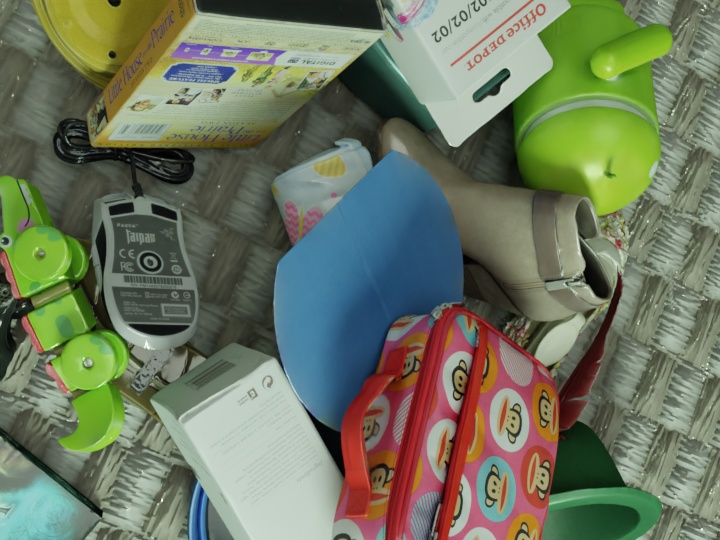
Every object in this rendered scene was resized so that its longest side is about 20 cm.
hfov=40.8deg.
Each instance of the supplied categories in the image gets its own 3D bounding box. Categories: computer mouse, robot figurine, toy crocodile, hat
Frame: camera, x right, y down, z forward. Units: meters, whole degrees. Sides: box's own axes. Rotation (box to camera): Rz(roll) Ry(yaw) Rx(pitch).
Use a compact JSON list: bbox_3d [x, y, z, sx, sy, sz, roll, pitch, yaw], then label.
[{"bbox_3d":[-0.169,-0.023,0.721,0.108,0.044,0.203,6,55,-29],"label":"computer mouse"},{"bbox_3d":[0.183,-0.133,0.793,0.114,0.176,0.203,8,58,-7],"label":"robot figurine"},{"bbox_3d":[-0.214,0.029,0.686,0.061,0.067,0.203,-23,92,-5],"label":"toy crocodile"},{"bbox_3d":[0.157,0.140,0.826,0.197,0.166,0.178,-17,55,11],"label":"hat"}]

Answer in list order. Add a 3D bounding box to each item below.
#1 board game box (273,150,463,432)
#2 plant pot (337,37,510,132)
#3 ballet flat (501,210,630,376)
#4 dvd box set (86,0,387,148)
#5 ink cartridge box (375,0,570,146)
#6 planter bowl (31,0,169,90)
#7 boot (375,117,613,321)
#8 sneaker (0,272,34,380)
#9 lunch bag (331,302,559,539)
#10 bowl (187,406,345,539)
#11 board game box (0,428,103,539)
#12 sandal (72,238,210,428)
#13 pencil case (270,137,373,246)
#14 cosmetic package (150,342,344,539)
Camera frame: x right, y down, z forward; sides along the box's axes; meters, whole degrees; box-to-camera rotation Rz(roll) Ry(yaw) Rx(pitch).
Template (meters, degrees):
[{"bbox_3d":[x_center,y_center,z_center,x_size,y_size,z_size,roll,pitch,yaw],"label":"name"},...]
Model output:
[{"bbox_3d":[0.001,0.017,0.702,0.200,0.039,0.160,-46,125,-33],"label":"board game box"},{"bbox_3d":[0.028,-0.217,0.770,0.141,0.141,0.201,-37,101,-12],"label":"plant pot"},{"bbox_3d":[0.183,0.029,0.835,0.075,0.064,0.201,37,80,-15],"label":"ballet flat"},{"bbox_3d":[-0.093,-0.138,0.684,0.144,0.199,0.030,-5,76,-35],"label":"dvd box set"},{"bbox_3d":[0.066,-0.200,0.681,0.115,0.068,0.201,-39,108,-12],"label":"ink cartridge box"},{"bbox_3d":[-0.166,-0.203,0.697,0.197,0.084,0.203,4,118,7],"label":"planter bowl"},{"bbox_3d":[0.112,-0.043,0.761,0.071,0.145,0.201,-54,124,-32],"label":"boot"},{"bbox_3d":[-0.311,-0.002,0.713,0.113,0.076,0.202,-24,97,-15],"label":"sneaker"},{"bbox_3d":[0.056,0.131,0.671,0.175,0.081,0.203,36,57,-34],"label":"lunch bag"},{"bbox_3d":[-0.042,0.200,0.788,0.197,0.039,0.205,0,89,-13],"label":"bowl"},{"bbox_3d":[-0.311,0.223,0.728,0.135,0.028,0.201,41,80,-10],"label":"board game box"},{"bbox_3d":[-0.170,0.061,0.752,0.200,0.054,0.081,42,84,-4],"label":"sandal"},{"bbox_3d":[0.000,0.000,0.777,0.083,0.090,0.203,-26,93,-50],"label":"pencil case"},{"bbox_3d":[-0.060,0.160,0.693,0.081,0.113,0.202,-31,101,-19],"label":"cosmetic package"}]
